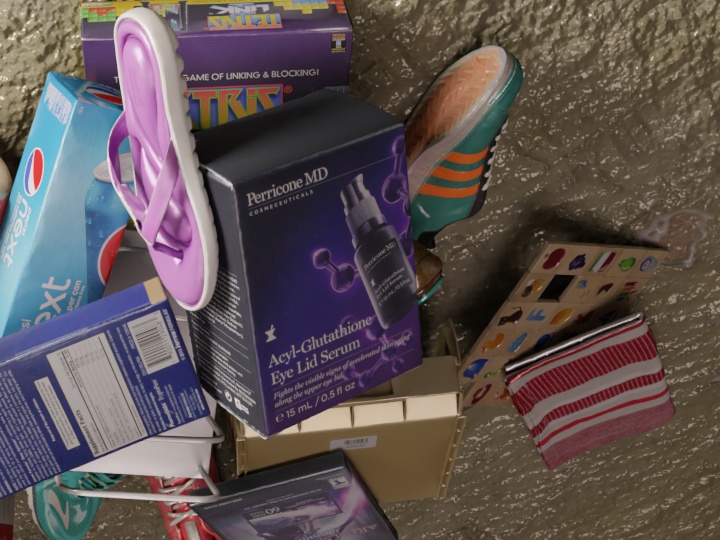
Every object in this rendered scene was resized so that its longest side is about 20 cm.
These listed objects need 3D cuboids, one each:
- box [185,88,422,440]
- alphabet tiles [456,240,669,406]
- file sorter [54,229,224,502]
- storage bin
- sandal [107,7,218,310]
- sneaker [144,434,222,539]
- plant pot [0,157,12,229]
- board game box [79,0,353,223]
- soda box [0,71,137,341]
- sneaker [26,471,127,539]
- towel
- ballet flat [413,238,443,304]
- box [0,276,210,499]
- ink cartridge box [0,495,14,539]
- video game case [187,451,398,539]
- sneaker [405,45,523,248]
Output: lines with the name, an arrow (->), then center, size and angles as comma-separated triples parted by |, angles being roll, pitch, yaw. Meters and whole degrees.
box -> -0.046, -0.009, 0.980 | 0.147, 0.104, 0.202 | -23, 122, -29
alphabet tiles -> 0.172, 0.052, 1.234 | 0.166, 0.008, 0.201 | 2, 132, -41
file sorter -> -0.170, 0.075, 1.083 | 0.137, 0.124, 0.203 | 6, 95, -16
storage bin -> -0.018, 0.132, 1.207 | 0.197, 0.095, 0.199 | -5, 146, -7
sandal -> -0.142, -0.068, 0.900 | 0.049, 0.082, 0.205 | -20, 111, -34
sneaker -> -0.158, 0.212, 1.281 | 0.073, 0.087, 0.201 | -18, 130, 2
plant pot -> -0.352, -0.017, 0.993 | 0.199, 0.201, 0.178 | 22, 112, -27
board game box -> -0.108, -0.120, 1.038 | 0.197, 0.057, 0.167 | -4, 131, -9
soda box -> -0.211, -0.031, 0.967 | 0.067, 0.064, 0.202 | 10, 109, -36
sneaker -> -0.236, 0.162, 1.198 | 0.077, 0.080, 0.202 | 4, 118, -40
towel -> 0.221, 0.119, 1.298 | 0.143, 0.023, 0.200 | -23, 144, 6
ballet flat -> 0.000, 0.000, 1.119 | 0.068, 0.200, 0.073 | -43, 100, -19
box -> -0.216, 0.091, 0.965 | 0.198, 0.033, 0.122 | -22, 131, -9
ink cartridge box -> -0.387, 0.185, 1.170 | 0.082, 0.148, 0.201 | -25, 131, 9
video game case -> -0.055, 0.226, 1.237 | 0.141, 0.019, 0.201 | -15, 146, 8
sneaker -> 0.078, -0.094, 1.094 | 0.079, 0.072, 0.200 | 20, 131, -26
